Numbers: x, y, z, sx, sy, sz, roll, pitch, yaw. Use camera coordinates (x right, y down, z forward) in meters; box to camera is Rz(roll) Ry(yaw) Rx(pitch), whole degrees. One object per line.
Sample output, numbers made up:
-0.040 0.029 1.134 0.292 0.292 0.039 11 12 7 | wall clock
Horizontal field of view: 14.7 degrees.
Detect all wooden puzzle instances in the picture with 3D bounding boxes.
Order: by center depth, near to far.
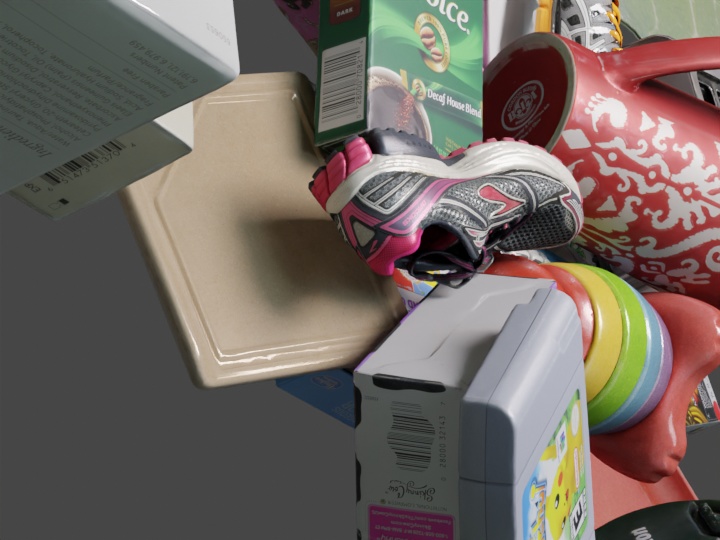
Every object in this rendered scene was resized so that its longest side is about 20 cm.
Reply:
-0.064 -0.024 1.564 0.199 0.037 0.186 -4 66 -50 | wooden puzzle

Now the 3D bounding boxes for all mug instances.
0.179 -0.086 1.791 0.199 0.178 0.133 23 4 -34 | mug

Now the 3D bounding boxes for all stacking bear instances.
0.123 0.044 1.731 0.200 0.113 0.122 24 88 -52 | stacking bear

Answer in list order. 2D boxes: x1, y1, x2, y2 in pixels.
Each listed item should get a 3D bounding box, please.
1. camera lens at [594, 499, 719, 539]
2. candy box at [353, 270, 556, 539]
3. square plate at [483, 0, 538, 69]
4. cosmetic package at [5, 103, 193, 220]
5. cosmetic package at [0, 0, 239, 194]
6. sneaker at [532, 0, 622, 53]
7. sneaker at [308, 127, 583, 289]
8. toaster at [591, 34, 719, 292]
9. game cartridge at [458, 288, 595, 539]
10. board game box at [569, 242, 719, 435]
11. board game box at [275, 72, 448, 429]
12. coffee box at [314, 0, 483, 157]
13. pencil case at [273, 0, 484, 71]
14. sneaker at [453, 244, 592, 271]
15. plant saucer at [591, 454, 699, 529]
0.203 0.253 1.705 0.201 0.159 0.160 70 26 -17 | camera lens
0.056 0.123 1.574 0.168 0.071 0.201 -43 136 -62 | candy box
0.101 -0.151 1.919 0.198 0.028 0.201 -55 150 -59 | square plate
-0.152 -0.142 1.468 0.087 0.103 0.201 35 40 -42 | cosmetic package
-0.186 -0.151 1.307 0.166 0.199 0.168 31 43 -49 | cosmetic package
0.155 -0.145 1.922 0.078 0.077 0.201 50 49 -69 | sneaker
0.056 -0.026 1.595 0.199 0.081 0.075 0 51 -45 | sneaker
0.235 -0.058 1.992 0.180 0.118 0.201 17 54 -54 | toaster
0.091 0.128 1.514 0.133 0.040 0.201 -52 143 -49 | game cartridge
0.191 0.024 2.015 0.126 0.034 0.201 -3 71 -60 | board game box
0.000 0.000 1.691 0.153 0.040 0.201 32 43 -47 | board game box
0.025 -0.143 1.676 0.123 0.044 0.201 33 50 -45 | coffee box
-0.001 -0.177 1.773 0.200 0.086 0.083 53 50 -28 | pencil case
0.106 -0.015 1.838 0.200 0.075 0.087 36 33 -63 | sneaker
0.178 0.185 1.867 0.201 0.037 0.200 58 28 -17 | plant saucer
